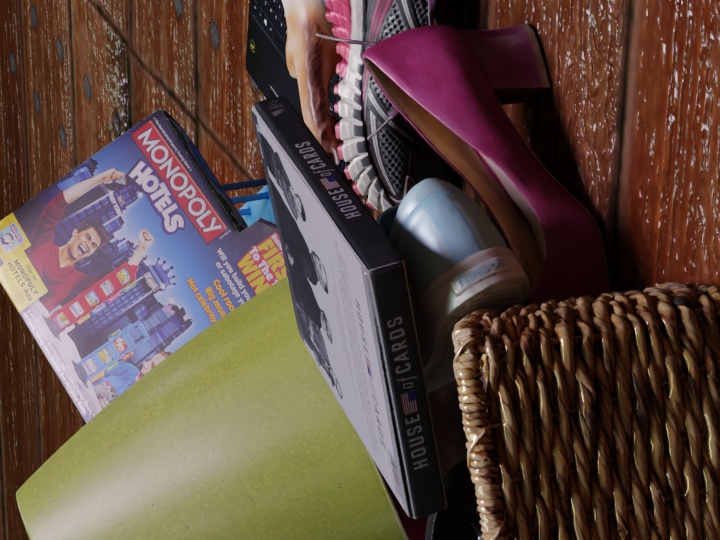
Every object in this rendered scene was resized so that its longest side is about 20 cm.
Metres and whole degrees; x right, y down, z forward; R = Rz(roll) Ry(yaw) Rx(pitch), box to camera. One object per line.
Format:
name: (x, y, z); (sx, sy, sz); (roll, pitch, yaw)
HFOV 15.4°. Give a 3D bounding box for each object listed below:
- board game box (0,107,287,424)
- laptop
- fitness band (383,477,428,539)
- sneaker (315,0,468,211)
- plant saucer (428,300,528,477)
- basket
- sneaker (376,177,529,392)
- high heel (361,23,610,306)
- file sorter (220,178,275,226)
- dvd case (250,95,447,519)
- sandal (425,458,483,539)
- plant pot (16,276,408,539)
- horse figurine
board game box: (-0.108, 0.010, 1.699); (0.201, 0.199, 0.062); (57, -175, 11)
laptop: (-0.080, -0.167, 1.711); (0.177, 0.103, 0.201); (-123, 31, -49)
fitness band: (0.013, 0.181, 1.714); (0.200, 0.037, 0.144); (-146, 50, -62)
sneaker: (0.026, -0.116, 1.500); (0.081, 0.074, 0.201); (-57, -36, -50)
plant saucer: (0.086, 0.096, 1.482); (0.200, 0.034, 0.201); (170, 90, -70)
basket: (0.099, 0.113, 1.290); (0.143, 0.148, 0.201); (174, 86, -70)
sneaker: (0.039, 0.006, 1.389); (0.082, 0.074, 0.200); (63, 162, 15)
high heel: (0.066, -0.034, 1.386); (0.067, 0.095, 0.201); (145, 114, -68)
file sorter: (-0.106, 0.026, 1.842); (0.200, 0.122, 0.140); (145, 113, -67)
dvd case: (-0.007, 0.016, 1.384); (0.200, 0.025, 0.151); (-125, 21, -57)
sandal: (0.078, 0.195, 1.388); (0.045, 0.075, 0.201); (-157, 61, -69)
plant pot: (-0.095, 0.130, 1.576); (0.187, 0.199, 0.188); (156, 90, -87)
horse figurine: (-0.019, -0.173, 1.552); (0.133, 0.050, 0.201); (-57, -29, -71)
